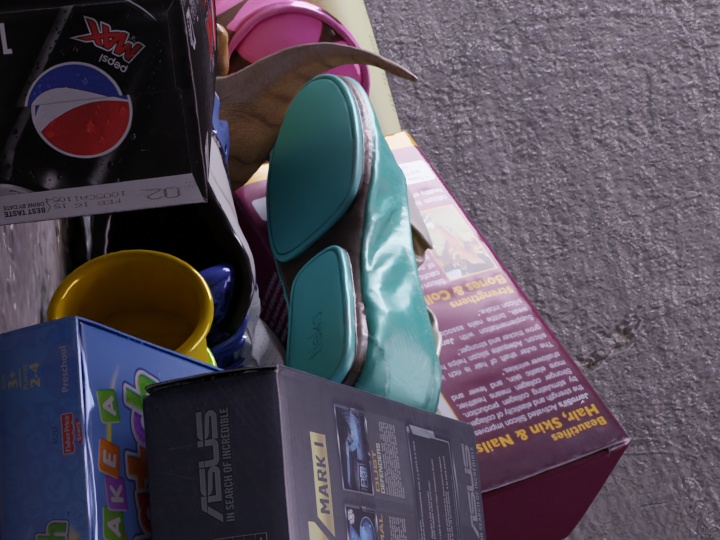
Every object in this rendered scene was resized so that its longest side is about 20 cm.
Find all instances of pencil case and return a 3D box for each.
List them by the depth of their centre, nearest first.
[{"bbox_3d":[-0.059,-0.105,1.055,0.091,0.094,0.200,-60,-158,3],"label":"pencil case"}]

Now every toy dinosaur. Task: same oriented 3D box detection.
[{"bbox_3d":[-0.056,-0.071,0.876,0.200,0.106,0.060,-46,180,40],"label":"toy dinosaur"}]

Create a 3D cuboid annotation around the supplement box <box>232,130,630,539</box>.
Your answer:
[{"bbox_3d":[0.017,0.041,0.922,0.200,0.110,0.086,56,-35,27],"label":"supplement box"}]

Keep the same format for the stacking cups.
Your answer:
[{"bbox_3d":[-0.081,0.083,0.770,0.200,0.060,0.061,90,-4,-46],"label":"stacking cups"}]

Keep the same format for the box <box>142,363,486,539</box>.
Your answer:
[{"bbox_3d":[-0.004,0.139,0.620,0.158,0.051,0.200,23,58,-64],"label":"box"}]

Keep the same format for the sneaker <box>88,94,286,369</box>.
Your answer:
[{"bbox_3d":[-0.076,0.023,0.817,0.115,0.080,0.200,-97,175,-66],"label":"sneaker"}]

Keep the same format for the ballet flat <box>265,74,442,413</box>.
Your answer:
[{"bbox_3d":[0.000,0.000,0.855,0.070,0.067,0.200,35,33,-33],"label":"ballet flat"}]

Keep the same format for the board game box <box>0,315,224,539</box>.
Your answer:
[{"bbox_3d":[-0.048,0.109,0.647,0.200,0.037,0.151,29,52,-63],"label":"board game box"}]

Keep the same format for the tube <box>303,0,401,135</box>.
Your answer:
[{"bbox_3d":[-0.002,-0.083,1.115,0.058,0.052,0.200,-6,77,-69],"label":"tube"}]

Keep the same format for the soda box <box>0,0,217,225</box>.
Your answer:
[{"bbox_3d":[-0.084,-0.076,0.644,0.200,0.071,0.063,-98,-178,-71],"label":"soda box"}]
